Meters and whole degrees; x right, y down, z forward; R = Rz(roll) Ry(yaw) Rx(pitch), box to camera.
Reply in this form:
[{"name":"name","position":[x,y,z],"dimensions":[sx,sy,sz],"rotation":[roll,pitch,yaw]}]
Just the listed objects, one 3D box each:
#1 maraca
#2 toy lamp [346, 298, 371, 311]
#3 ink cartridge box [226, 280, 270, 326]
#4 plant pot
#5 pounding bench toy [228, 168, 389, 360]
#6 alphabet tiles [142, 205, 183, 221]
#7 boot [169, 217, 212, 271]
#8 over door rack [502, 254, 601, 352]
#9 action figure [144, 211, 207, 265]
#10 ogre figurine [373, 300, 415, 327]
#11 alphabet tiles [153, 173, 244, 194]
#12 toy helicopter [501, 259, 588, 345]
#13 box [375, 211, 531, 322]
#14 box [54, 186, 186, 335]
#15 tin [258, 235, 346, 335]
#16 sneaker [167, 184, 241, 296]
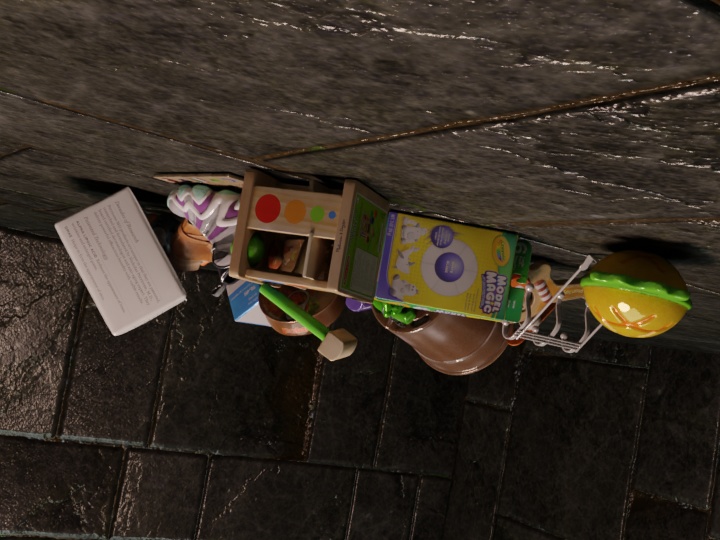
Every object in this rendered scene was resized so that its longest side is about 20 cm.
[{"name":"maraca","position":[0.337,0.026,1.150],"dimensions":[0.136,0.108,0.200],"rotation":[9,175,14]},{"name":"toy lamp","position":[0.036,0.020,1.599],"dimensions":[0.058,0.059,0.200],"rotation":[8,-157,26]},{"name":"ink cartridge box","position":[-0.138,-0.025,1.327],"dimensions":[0.068,0.201,0.116],"rotation":[-37,149,32]},{"name":"plant pot","position":[0.124,0.052,1.532],"dimensions":[0.199,0.202,0.198],"rotation":[7,167,35]},{"name":"pounding bench toy","position":[-0.072,-0.004,1.104],"dimensions":[0.155,0.202,0.124],"rotation":[7,175,20]},{"name":"alphabet tiles","position":[-0.289,-0.093,1.714],"dimensions":[0.198,0.006,0.166],"rotation":[8,175,26]},{"name":"boot","position":[-0.213,-0.062,1.542],"dimensions":[0.199,0.074,0.155],"rotation":[-18,161,-28]},{"name":"over door rack","position":[0.321,0.044,1.381],"dimensions":[0.147,0.067,0.200],"rotation":[13,139,-35]},{"name":"action figure","position":[-0.317,-0.065,1.722],"dimensions":[0.192,0.105,0.200],"rotation":[17,-158,-3]},{"name":"ogre figurine","position":[0.000,0.000,1.404],"dimensions":[0.199,0.099,0.120],"rotation":[26,-179,-36]},{"name":"alphabet tiles","position":[-0.151,-0.104,1.269],"dimensions":[0.166,0.008,0.199],"rotation":[5,174,44]},{"name":"toy helicopter","position":[0.289,0.043,1.456],"dimensions":[0.198,0.133,0.079],"rotation":[-6,-151,-11]},{"name":"box","position":[0.123,-0.002,1.227],"dimensions":[0.198,0.118,0.048],"rotation":[10,176,-4]},{"name":"box","position":[-0.385,-0.010,1.533],"dimensions":[0.130,0.201,0.199],"rotation":[-28,-177,-12]},{"name":"tin","position":[-0.066,0.001,1.226],"dimensions":[0.111,0.201,0.042],"rotation":[-9,134,19]},{"name":"sneaker","position":[-0.187,-0.036,1.238],"dimensions":[0.199,0.141,0.078],"rotation":[6,174,36]}]
